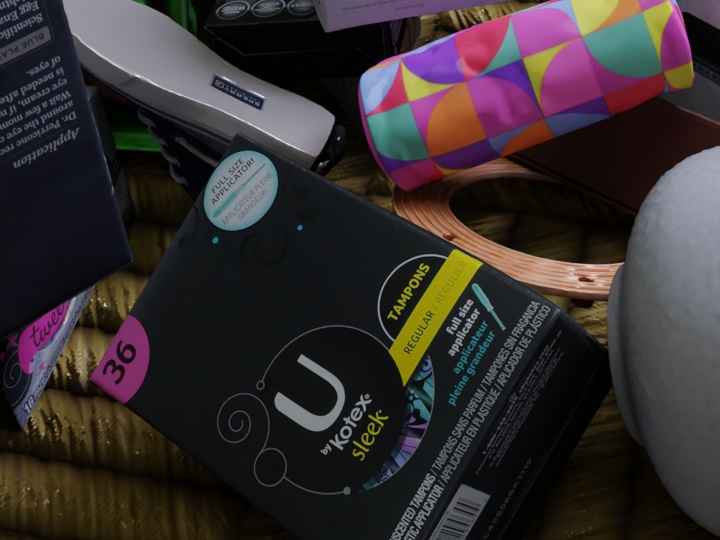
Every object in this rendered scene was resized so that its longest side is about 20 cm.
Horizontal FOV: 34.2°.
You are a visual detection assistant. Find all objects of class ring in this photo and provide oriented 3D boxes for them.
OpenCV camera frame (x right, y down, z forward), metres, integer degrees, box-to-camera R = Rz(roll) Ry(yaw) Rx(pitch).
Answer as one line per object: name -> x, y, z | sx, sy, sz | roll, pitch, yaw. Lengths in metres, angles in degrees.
ring -> 0.118, -0.027, 0.722 | 0.200, 0.019, 0.200 | 6, 27, -3

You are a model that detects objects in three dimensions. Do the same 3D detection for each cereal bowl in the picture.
cereal bowl -> 0.176, 0.038, 0.582 | 0.083, 0.200, 0.200 | -8, 42, 27

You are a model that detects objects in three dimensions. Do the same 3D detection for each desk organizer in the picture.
desk organizer -> 0.186, -0.082, 0.740 | 0.072, 0.077, 0.200 | -18, 37, -38

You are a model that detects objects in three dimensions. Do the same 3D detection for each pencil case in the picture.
pencil case -> 0.097, -0.116, 0.690 | 0.200, 0.088, 0.088 | -21, 44, 14

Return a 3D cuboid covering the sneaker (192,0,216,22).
sneaker -> -0.149, -0.260, 0.980 | 0.200, 0.075, 0.082 | 8, 40, 8

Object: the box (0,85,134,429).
box -> -0.242, -0.019, 0.730 | 0.132, 0.115, 0.200 | 5, 47, 12

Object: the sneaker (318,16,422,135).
sneaker -> 0.016, -0.171, 0.873 | 0.105, 0.075, 0.200 | -28, 45, -12

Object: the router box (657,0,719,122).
router box -> 0.241, -0.138, 0.728 | 0.049, 0.200, 0.179 | -29, 49, -23

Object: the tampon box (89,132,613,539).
tampon box -> -0.002, 0.051, 0.589 | 0.200, 0.126, 0.150 | 29, 88, 29

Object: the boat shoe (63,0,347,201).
boat shoe -> -0.116, -0.094, 0.756 | 0.200, 0.093, 0.075 | 29, 42, -8

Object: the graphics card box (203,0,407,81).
graphics card box -> -0.025, -0.209, 0.834 | 0.125, 0.051, 0.200 | 0, 44, 13

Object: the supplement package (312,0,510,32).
supplement package -> 0.054, -0.252, 0.750 | 0.200, 0.111, 0.156 | -10, 43, -8

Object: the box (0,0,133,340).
box -> -0.229, -0.095, 0.583 | 0.117, 0.200, 0.197 | -33, 55, -24

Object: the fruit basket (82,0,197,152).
fruit basket -> -0.218, -0.156, 0.813 | 0.215, 0.156, 0.216 | -1, 22, 0
